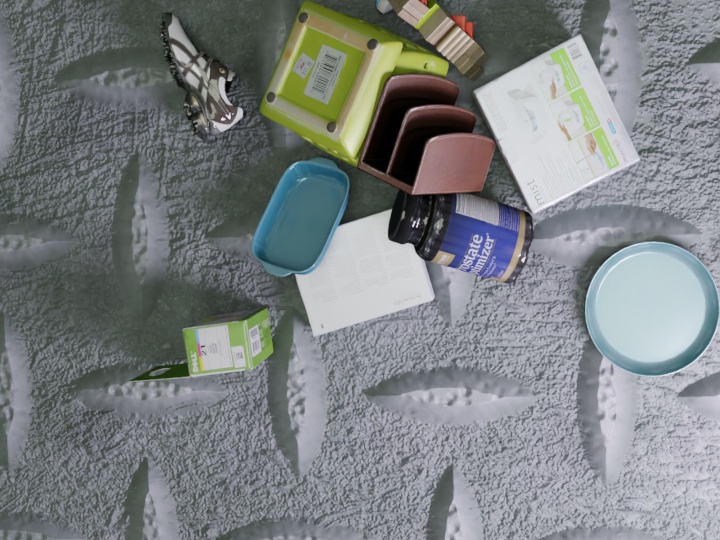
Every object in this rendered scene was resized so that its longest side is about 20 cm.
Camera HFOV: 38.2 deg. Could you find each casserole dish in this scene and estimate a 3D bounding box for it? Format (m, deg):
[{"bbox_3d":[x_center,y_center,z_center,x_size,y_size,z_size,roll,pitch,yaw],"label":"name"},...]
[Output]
[{"bbox_3d":[-0.086,-0.076,1.578,0.120,0.039,0.202,16,71,24],"label":"casserole dish"}]

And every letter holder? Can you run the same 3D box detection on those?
[{"bbox_3d":[0.107,-0.192,1.460,0.100,0.199,0.144,28,110,29],"label":"letter holder"}]

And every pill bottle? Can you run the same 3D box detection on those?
[{"bbox_3d":[0.145,-0.059,1.527,0.197,0.112,0.114,15,98,-10],"label":"pill bottle"}]

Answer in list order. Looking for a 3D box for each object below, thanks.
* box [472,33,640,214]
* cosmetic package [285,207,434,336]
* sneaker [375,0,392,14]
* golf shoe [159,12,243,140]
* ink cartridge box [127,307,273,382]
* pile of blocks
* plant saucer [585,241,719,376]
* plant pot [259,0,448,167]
[{"bbox_3d":[0.284,-0.211,1.523,0.175,0.097,0.202,-27,92,10],"label":"box"},{"bbox_3d":[0.000,0.000,1.605,0.197,0.052,0.153,-17,91,9],"label":"cosmetic package"},{"bbox_3d":[0.113,-0.432,1.539,0.199,0.075,0.087,-35,98,11],"label":"sneaker"},{"bbox_3d":[-0.246,-0.308,1.606,0.093,0.078,0.203,-22,94,-8],"label":"golf shoe"},{"bbox_3d":[-0.248,0.115,1.600,0.196,0.148,0.077,-7,94,8],"label":"ink cartridge box"},{"bbox_3d":[0.121,-0.365,1.523,0.062,0.083,0.199,-42,122,20],"label":"pile of blocks"},{"bbox_3d":[0.437,0.057,1.564,0.196,0.027,0.204,1,96,8],"label":"plant saucer"},{"bbox_3d":[-0.018,-0.263,1.491,0.197,0.181,0.202,28,99,23],"label":"plant pot"}]
